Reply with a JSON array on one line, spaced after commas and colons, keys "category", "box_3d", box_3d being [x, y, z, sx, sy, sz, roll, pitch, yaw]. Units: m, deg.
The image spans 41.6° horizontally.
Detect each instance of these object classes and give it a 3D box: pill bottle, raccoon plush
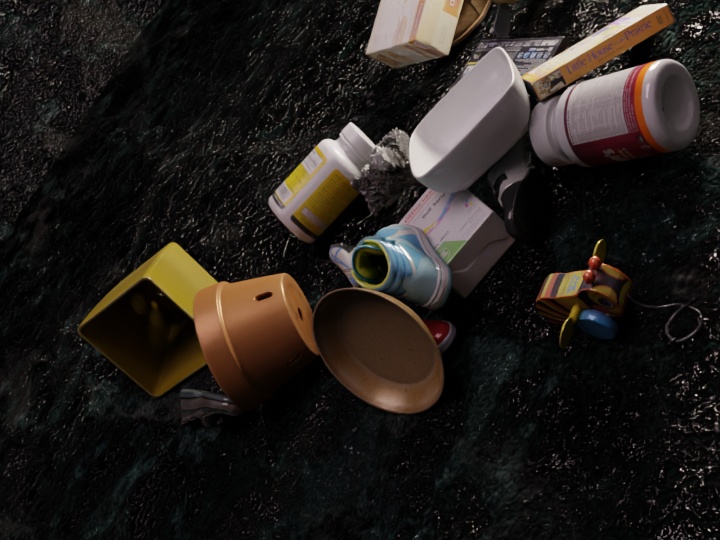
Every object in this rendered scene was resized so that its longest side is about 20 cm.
[{"category": "pill bottle", "box_3d": [-0.057, -0.154, 1.639, 0.200, 0.111, 0.112, -45, 33, 10]}, {"category": "pill bottle", "box_3d": [0.318, -0.192, 1.205, 0.198, 0.109, 0.111, -7, 53, 52]}, {"category": "raccoon plush", "box_3d": [0.019, -0.154, 1.496, 0.133, 0.199, 0.098, -36, 69, 25]}]

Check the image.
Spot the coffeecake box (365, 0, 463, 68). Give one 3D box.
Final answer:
[{"category": "coffeecake box", "box_3d": [0.101, -0.461, 1.710, 0.199, 0.072, 0.156, 10, 84, 64]}]

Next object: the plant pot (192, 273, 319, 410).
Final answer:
[{"category": "plant pot", "box_3d": [-0.149, 0.096, 1.461, 0.138, 0.201, 0.202, -23, 39, 9]}]

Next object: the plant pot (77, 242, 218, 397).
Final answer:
[{"category": "plant pot", "box_3d": [-0.361, 0.071, 1.743, 0.199, 0.200, 0.178, -33, 26, 27]}]

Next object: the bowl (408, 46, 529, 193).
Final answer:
[{"category": "bowl", "box_3d": [0.159, -0.202, 1.332, 0.200, 0.074, 0.201, -44, 21, 21]}]

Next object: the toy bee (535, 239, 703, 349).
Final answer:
[{"category": "toy bee", "box_3d": [0.269, 0.018, 1.071, 0.198, 0.108, 0.133, -21, 41, 39]}]

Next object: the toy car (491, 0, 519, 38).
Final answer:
[{"category": "toy car", "box_3d": [0.248, -0.480, 1.506, 0.157, 0.164, 0.201, 11, 62, 55]}]

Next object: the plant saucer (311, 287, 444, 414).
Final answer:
[{"category": "plant saucer", "box_3d": [0.028, 0.097, 1.234, 0.198, 0.202, 0.035, -14, 24, 44]}]

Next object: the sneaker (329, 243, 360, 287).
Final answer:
[{"category": "sneaker", "box_3d": [0.000, 0.000, 1.466, 0.200, 0.071, 0.074, -154, 70, -64]}]

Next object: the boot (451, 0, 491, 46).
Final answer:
[{"category": "boot", "box_3d": [0.196, -0.491, 1.682, 0.201, 0.075, 0.073, -55, 36, -1]}]

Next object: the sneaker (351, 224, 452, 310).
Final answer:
[{"category": "sneaker", "box_3d": [0.032, -0.024, 1.277, 0.081, 0.129, 0.200, -68, 28, 13]}]

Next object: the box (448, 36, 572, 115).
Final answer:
[{"category": "box", "box_3d": [0.222, -0.285, 1.476, 0.199, 0.049, 0.163, 17, 70, 56]}]

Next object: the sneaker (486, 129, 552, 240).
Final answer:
[{"category": "sneaker", "box_3d": [0.212, -0.107, 1.299, 0.088, 0.074, 0.202, -22, 33, 37]}]

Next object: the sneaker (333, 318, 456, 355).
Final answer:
[{"category": "sneaker", "box_3d": [0.031, 0.077, 1.300, 0.198, 0.113, 0.072, -14, 35, 43]}]

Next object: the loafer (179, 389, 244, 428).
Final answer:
[{"category": "loafer", "box_3d": [-0.241, 0.233, 1.554, 0.199, 0.071, 0.064, -5, 74, 57]}]

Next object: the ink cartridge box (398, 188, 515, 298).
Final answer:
[{"category": "ink cartridge box", "box_3d": [0.125, -0.062, 1.363, 0.117, 0.067, 0.200, -49, 33, 6]}]

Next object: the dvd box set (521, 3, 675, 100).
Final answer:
[{"category": "dvd box set", "box_3d": [0.317, -0.299, 1.294, 0.198, 0.030, 0.146, -30, 10, 9]}]
